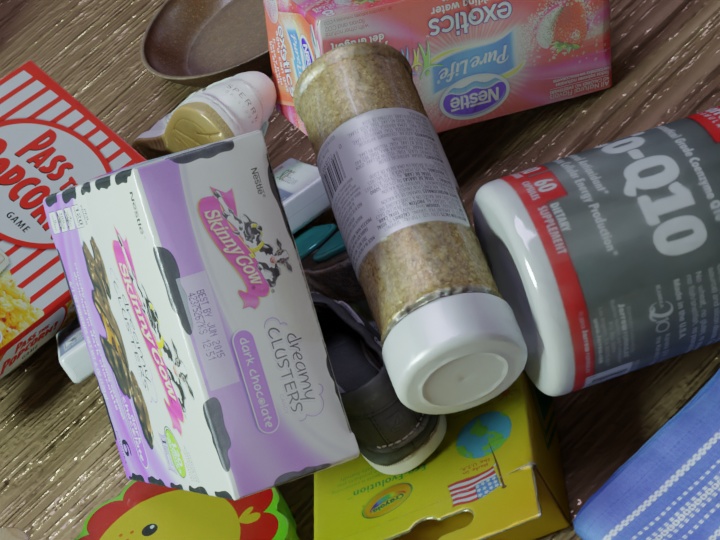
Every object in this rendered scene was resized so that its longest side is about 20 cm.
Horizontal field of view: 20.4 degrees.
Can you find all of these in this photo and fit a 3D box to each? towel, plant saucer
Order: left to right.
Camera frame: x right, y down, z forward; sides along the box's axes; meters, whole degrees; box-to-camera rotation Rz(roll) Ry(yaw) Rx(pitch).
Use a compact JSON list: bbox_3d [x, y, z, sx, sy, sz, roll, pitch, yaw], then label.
[{"bbox_3d":[-0.077,-0.202,1.560,0.200,0.037,0.200,-21,34,15],"label":"plant saucer"},{"bbox_3d":[0.203,0.110,0.925,0.145,0.024,0.200,-42,34,-12],"label":"towel"}]

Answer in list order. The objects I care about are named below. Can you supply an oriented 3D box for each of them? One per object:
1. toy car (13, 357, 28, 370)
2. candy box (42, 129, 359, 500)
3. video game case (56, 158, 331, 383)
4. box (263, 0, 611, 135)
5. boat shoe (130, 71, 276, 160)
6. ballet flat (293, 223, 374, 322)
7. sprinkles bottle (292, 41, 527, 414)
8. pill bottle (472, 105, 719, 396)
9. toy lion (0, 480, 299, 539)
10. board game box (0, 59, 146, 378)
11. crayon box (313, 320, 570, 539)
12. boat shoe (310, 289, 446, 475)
[{"bbox_3d":[-0.301,-0.013,1.325,0.158,0.200,0.164,-17,33,53],"label":"toy car"},{"bbox_3d":[-0.088,0.024,1.035,0.072,0.168,0.200,-18,4,-21],"label":"candy box"},{"bbox_3d":[-0.108,-0.005,1.277,0.200,0.023,0.182,-36,10,-5],"label":"video game case"},{"bbox_3d":[0.050,-0.150,1.269,0.200,0.095,0.103,-16,28,-19],"label":"box"},{"bbox_3d":[-0.100,-0.086,1.353,0.069,0.071,0.200,-42,7,-22],"label":"boat shoe"},{"bbox_3d":[0.000,0.000,1.162,0.068,0.067,0.200,-43,12,-21],"label":"ballet flat"},{"bbox_3d":[0.022,-0.025,1.022,0.068,0.068,0.200,-26,56,9],"label":"sprinkles bottle"},{"bbox_3d":[0.168,-0.020,1.010,0.200,0.114,0.114,-19,32,-8],"label":"pill bottle"},{"bbox_3d":[-0.122,0.186,1.071,0.192,0.069,0.200,-18,35,7],"label":"toy lion"},{"bbox_3d":[-0.229,-0.029,1.271,0.151,0.046,0.200,40,52,11],"label":"board game box"},{"bbox_3d":[0.039,0.095,1.056,0.127,0.051,0.200,-22,33,15],"label":"crayon box"},{"bbox_3d":[-0.021,0.043,1.075,0.067,0.057,0.200,-41,33,-10],"label":"boat shoe"}]
